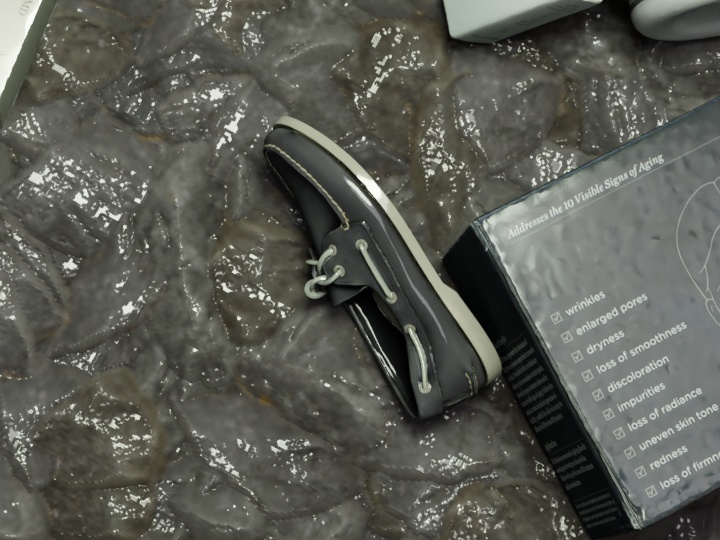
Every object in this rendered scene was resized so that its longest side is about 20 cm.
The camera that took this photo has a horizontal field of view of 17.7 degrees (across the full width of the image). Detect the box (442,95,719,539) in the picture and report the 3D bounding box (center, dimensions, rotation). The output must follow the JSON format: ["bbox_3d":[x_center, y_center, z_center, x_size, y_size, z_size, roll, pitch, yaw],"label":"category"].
[{"bbox_3d":[0.185,0.024,1.344,0.200,0.124,0.197,-26,85,-11],"label":"box"}]

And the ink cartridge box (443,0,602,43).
[{"bbox_3d":[0.115,-0.255,1.375,0.044,0.174,0.200,2,75,-51],"label":"ink cartridge box"}]

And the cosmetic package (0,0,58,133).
[{"bbox_3d":[-0.283,-0.168,1.346,0.200,0.073,0.104,21,77,-2],"label":"cosmetic package"}]

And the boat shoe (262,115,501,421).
[{"bbox_3d":[0.000,0.000,1.352,0.063,0.073,0.200,-38,91,-16],"label":"boat shoe"}]

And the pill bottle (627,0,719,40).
[{"bbox_3d":[0.202,-0.248,1.404,0.112,0.112,0.200,-9,80,-9],"label":"pill bottle"}]
